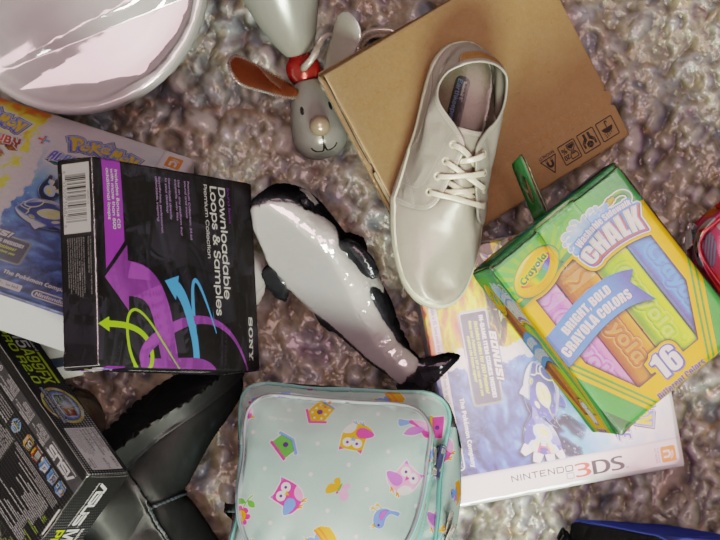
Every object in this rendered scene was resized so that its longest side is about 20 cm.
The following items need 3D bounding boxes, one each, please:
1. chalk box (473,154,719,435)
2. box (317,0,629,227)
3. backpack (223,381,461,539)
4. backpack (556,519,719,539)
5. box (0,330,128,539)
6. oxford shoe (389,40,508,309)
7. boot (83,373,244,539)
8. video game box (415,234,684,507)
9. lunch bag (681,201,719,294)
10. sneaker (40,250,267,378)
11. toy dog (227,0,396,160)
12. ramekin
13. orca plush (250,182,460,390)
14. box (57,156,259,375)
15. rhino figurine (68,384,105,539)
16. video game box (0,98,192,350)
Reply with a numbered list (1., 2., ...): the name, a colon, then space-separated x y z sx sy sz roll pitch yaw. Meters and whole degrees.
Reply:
1. chalk box: 0.166 0.005 1.697 0.124 0.125 0.200 -39 89 -4
2. box: 0.088 -0.125 1.757 0.199 0.021 0.164 -31 100 -16
3. backpack: -0.015 0.185 1.686 0.175 0.153 0.201 4 81 7
4. backpack: 0.243 0.295 1.718 0.167 0.162 0.202 6 87 -22
5. box: -0.272 0.132 1.688 0.200 0.044 0.161 50 117 28
6. oxford shoe: 0.068 -0.072 1.709 0.075 0.058 0.201 11 89 -21
7. boot: -0.134 0.181 1.747 0.198 0.073 0.163 -40 110 -30
8. video game box: 0.143 0.069 1.778 0.181 0.047 0.201 -11 89 -4
9. lunch bag: 0.352 -0.030 1.768 0.200 0.082 0.177 -36 90 -2
10. sneaker: -0.167 0.018 1.739 0.199 0.077 0.081 -19 128 -4
11. toy dog: -0.050 -0.192 1.751 0.132 0.096 0.200 -37 90 -2
12. ramekin: -0.205 -0.214 1.736 0.201 0.094 0.204 0 88 7
13. orca plush: 0.000 0.000 1.734 0.200 0.105 0.071 40 50 -9
14. box: -0.140 0.000 1.636 0.036 0.200 0.144 -6 84 29
15. rhino figurine: -0.240 0.179 1.748 0.087 0.060 0.201 8 89 -38
16. video game box: -0.246 -0.039 1.695 0.199 0.047 0.183 18 46 8
